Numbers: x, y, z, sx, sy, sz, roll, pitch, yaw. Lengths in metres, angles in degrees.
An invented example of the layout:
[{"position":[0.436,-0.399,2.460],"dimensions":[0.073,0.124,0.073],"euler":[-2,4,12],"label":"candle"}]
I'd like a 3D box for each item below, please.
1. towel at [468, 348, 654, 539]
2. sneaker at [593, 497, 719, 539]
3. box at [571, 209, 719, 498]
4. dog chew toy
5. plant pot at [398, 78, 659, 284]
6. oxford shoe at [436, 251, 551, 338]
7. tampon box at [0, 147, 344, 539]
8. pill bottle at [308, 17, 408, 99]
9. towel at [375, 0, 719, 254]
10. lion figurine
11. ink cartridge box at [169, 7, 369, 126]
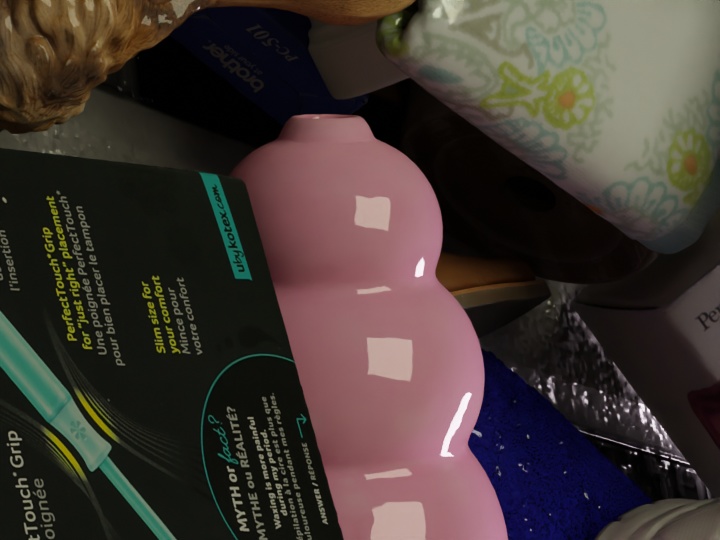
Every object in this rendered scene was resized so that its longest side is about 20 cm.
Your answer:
[{"position":[0.066,0.140,1.009],"dimensions":[0.148,0.049,0.200],"euler":[46,40,-20],"label":"towel"},{"position":[0.182,0.097,1.022],"dimensions":[0.200,0.087,0.075],"euler":[-32,103,-33],"label":"sneaker"},{"position":[0.212,0.052,1.143],"dimensions":[0.128,0.109,0.200],"euler":[-40,102,-11],"label":"box"},{"position":[-0.011,0.048,0.879],"dimensions":[0.124,0.124,0.201],"euler":[-9,102,-51],"label":"dog chew toy"},{"position":[0.100,-0.096,1.109],"dimensions":[0.200,0.200,0.174],"euler":[40,59,-25],"label":"plant pot"},{"position":[0.000,0.000,1.007],"dimensions":[0.199,0.071,0.072],"euler":[0,63,-48],"label":"oxford shoe"},{"position":[-0.127,0.054,0.775],"dimensions":[0.199,0.126,0.151],"euler":[5,63,-47],"label":"tampon box"},{"position":[-0.010,-0.175,0.985],"dimensions":[0.116,0.116,0.201],"euler":[-39,107,-52],"label":"pill bottle"},{"position":[0.094,-0.130,0.967],"dimensions":[0.171,0.048,0.201],"euler":[31,70,-37],"label":"towel"},{"position":[-0.042,-0.111,0.861],"dimensions":[0.199,0.073,0.123],"euler":[-6,68,-7],"label":"lion figurine"},{"position":[-0.025,-0.157,1.096],"dimensions":[0.094,0.044,0.201],"euler":[39,43,-25],"label":"ink cartridge box"}]
